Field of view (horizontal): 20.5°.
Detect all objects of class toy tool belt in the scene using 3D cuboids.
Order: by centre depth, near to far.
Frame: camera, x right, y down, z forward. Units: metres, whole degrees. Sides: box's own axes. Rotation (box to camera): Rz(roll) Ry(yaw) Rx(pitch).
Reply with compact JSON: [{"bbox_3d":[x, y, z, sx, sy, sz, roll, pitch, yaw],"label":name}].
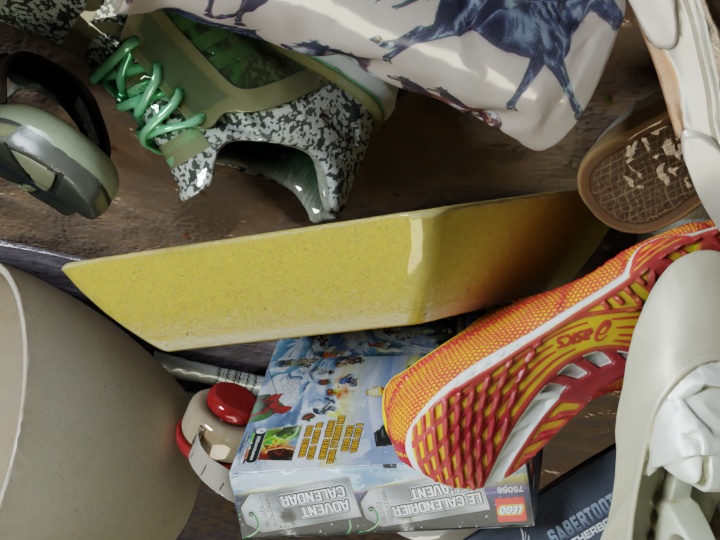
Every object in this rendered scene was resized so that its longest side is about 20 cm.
[{"bbox_3d":[0.006,0.070,1.139,0.199,0.125,0.123,14,120,-19],"label":"toy tool belt"}]

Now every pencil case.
[{"bbox_3d":[0.005,-0.107,0.756,0.199,0.078,0.089,17,176,-17],"label":"pencil case"}]

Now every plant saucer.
[{"bbox_3d":[0.000,0.000,0.920,0.199,0.049,0.200,-7,-179,33],"label":"plant saucer"}]

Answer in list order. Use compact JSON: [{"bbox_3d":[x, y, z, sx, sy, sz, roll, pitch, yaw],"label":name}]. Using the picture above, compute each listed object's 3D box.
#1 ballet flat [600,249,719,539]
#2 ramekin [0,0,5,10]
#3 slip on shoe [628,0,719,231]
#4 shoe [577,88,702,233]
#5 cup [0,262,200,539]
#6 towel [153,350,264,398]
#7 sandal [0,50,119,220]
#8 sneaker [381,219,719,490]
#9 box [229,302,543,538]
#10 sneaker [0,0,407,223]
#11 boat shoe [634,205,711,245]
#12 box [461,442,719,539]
[{"bbox_3d":[0.138,0.094,0.832,0.069,0.201,0.070,7,-162,-2],"label":"ballet flat"},{"bbox_3d":[-0.211,-0.143,0.719,0.199,0.105,0.200,8,157,3],"label":"ramekin"},{"bbox_3d":[0.137,-0.086,0.736,0.060,0.076,0.200,-19,126,13],"label":"slip on shoe"},{"bbox_3d":[0.175,-0.072,0.818,0.200,0.053,0.070,-20,111,41],"label":"shoe"},{"bbox_3d":[-0.177,0.107,1.168,0.143,0.201,0.200,16,156,-31],"label":"cup"},{"bbox_3d":[-0.081,0.107,1.334,0.199,0.035,0.193,9,159,-6],"label":"towel"},{"bbox_3d":[-0.140,-0.064,0.881,0.080,0.057,0.201,32,174,-24],"label":"sandal"},{"bbox_3d":[0.098,0.024,0.870,0.199,0.073,0.077,-23,-158,-10],"label":"sneaker"},{"bbox_3d":[0.023,0.058,0.975,0.136,0.200,0.040,-4,116,12],"label":"box"},{"bbox_3d":[-0.074,-0.077,0.835,0.199,0.089,0.077,18,155,-20],"label":"sneaker"},{"bbox_3d":[0.165,0.031,1.022,0.072,0.065,0.200,5,157,4],"label":"boat shoe"},{"bbox_3d":[0.156,0.092,0.953,0.200,0.051,0.158,-35,169,29],"label":"box"}]
